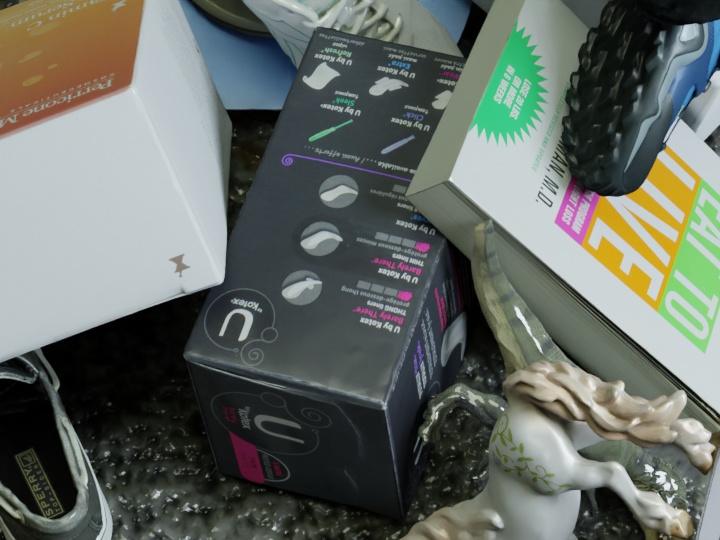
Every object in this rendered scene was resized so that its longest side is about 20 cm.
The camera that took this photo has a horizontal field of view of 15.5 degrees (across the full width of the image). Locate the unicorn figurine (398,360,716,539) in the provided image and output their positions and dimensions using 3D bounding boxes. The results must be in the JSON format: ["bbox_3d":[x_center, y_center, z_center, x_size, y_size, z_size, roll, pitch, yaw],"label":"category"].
[{"bbox_3d":[0.083,0.119,1.226,0.137,0.201,0.074,15,25,7],"label":"unicorn figurine"}]

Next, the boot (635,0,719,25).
[{"bbox_3d":[0.114,-0.171,1.201,0.200,0.076,0.168,-31,39,20],"label":"boot"}]

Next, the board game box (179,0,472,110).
[{"bbox_3d":[-0.038,-0.155,1.443,0.199,0.039,0.159,-1,73,0],"label":"board game box"}]

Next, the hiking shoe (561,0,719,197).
[{"bbox_3d":[0.166,-0.118,1.248,0.087,0.074,0.201,29,80,-26],"label":"hiking shoe"}]

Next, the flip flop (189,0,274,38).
[{"bbox_3d":[-0.083,-0.208,1.400,0.081,0.058,0.200,-33,87,-11],"label":"flip flop"}]

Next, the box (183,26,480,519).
[{"bbox_3d":[0.000,0.000,1.300,0.106,0.122,0.201,13,60,14],"label":"box"}]

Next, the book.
[{"bbox_3d":[0.120,-0.029,1.285,0.200,0.048,0.134,40,55,-24],"label":"book"}]

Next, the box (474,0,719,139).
[{"bbox_3d":[0.146,-0.183,1.377,0.200,0.106,0.152,43,69,9],"label":"box"}]

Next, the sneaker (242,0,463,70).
[{"bbox_3d":[-0.020,-0.135,1.350,0.200,0.080,0.070,39,92,-15],"label":"sneaker"}]

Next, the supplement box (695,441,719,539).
[{"bbox_3d":[0.251,0.148,1.205,0.199,0.109,0.061,14,60,10],"label":"supplement box"}]

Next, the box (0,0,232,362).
[{"bbox_3d":[-0.151,-0.054,1.282,0.152,0.107,0.200,-20,23,7],"label":"box"}]

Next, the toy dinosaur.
[{"bbox_3d":[0.079,0.069,1.261,0.088,0.200,0.048,-32,23,13],"label":"toy dinosaur"}]

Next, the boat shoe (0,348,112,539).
[{"bbox_3d":[-0.182,0.058,1.311,0.071,0.064,0.200,-29,62,-14],"label":"boat shoe"}]
